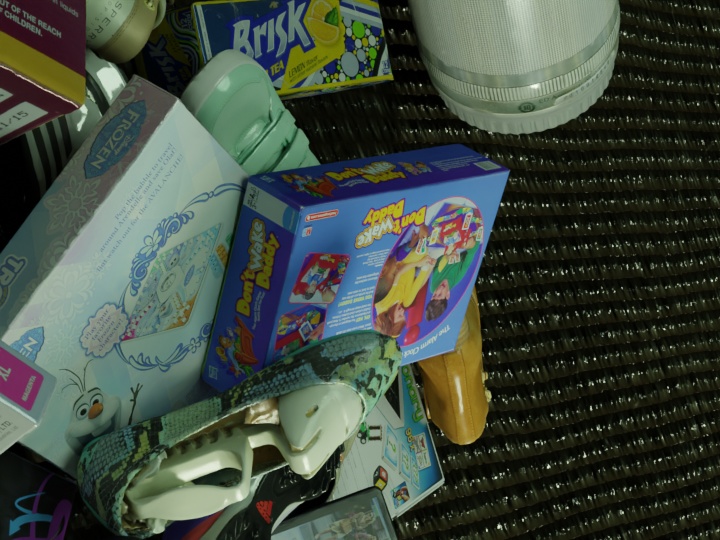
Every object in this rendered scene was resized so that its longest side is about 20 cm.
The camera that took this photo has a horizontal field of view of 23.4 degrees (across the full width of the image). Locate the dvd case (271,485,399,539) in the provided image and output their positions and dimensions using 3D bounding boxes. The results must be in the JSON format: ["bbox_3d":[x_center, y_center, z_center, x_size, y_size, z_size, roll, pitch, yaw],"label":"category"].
[{"bbox_3d":[-0.056,0.232,1.075,0.200,0.018,0.143,-18,86,-17],"label":"dvd case"}]

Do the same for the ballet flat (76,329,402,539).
[{"bbox_3d":[-0.060,0.099,0.983,0.200,0.074,0.074,-24,106,-6],"label":"ballet flat"}]

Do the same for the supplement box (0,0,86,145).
[{"bbox_3d":[-0.225,-0.167,0.929,0.103,0.131,0.200,27,51,-47],"label":"supplement box"}]

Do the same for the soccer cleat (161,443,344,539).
[{"bbox_3d":[-0.073,0.136,1.055,0.068,0.073,0.200,61,42,-32],"label":"soccer cleat"}]

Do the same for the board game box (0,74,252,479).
[{"bbox_3d":[-0.129,0.022,1.001,0.200,0.043,0.199,-54,147,-9],"label":"board game box"}]

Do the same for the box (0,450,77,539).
[{"bbox_3d":[-0.237,0.185,0.947,0.143,0.036,0.200,36,58,-42],"label":"box"}]

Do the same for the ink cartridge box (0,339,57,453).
[{"bbox_3d":[-0.263,0.035,0.851,0.200,0.119,0.042,36,41,-23],"label":"ink cartridge box"}]

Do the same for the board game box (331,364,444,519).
[{"bbox_3d":[-0.012,0.085,1.244,0.126,0.035,0.200,-27,104,-49],"label":"board game box"}]

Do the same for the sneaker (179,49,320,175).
[{"bbox_3d":[-0.042,-0.061,1.113,0.074,0.118,0.200,-50,155,-11],"label":"sneaker"}]

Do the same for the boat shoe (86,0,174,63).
[{"bbox_3d":[-0.148,-0.168,1.043,0.066,0.074,0.200,42,18,-15],"label":"boat shoe"}]

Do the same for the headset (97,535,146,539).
[{"bbox_3d":[-0.136,0.241,0.970,0.094,0.123,0.200,-39,153,-50],"label":"headset"}]

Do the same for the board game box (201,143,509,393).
[{"bbox_3d":[0.000,0.000,1.074,0.200,0.045,0.135,-12,125,-49],"label":"board game box"}]

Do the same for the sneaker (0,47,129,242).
[{"bbox_3d":[-0.167,-0.023,1.042,0.115,0.076,0.201,-45,122,-42],"label":"sneaker"}]

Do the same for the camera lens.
[{"bbox_3d":[0.113,-0.222,1.319,0.200,0.160,0.160,72,32,-50],"label":"camera lens"}]

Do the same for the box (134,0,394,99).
[{"bbox_3d":[-0.065,-0.151,1.203,0.200,0.064,0.070,-16,96,-52],"label":"box"}]

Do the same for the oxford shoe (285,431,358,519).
[{"bbox_3d":[-0.026,0.111,1.150,0.071,0.074,0.200,35,73,-26],"label":"oxford shoe"}]

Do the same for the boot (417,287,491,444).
[{"bbox_3d":[0.054,0.027,1.296,0.201,0.071,0.144,-97,177,-60],"label":"boot"}]
